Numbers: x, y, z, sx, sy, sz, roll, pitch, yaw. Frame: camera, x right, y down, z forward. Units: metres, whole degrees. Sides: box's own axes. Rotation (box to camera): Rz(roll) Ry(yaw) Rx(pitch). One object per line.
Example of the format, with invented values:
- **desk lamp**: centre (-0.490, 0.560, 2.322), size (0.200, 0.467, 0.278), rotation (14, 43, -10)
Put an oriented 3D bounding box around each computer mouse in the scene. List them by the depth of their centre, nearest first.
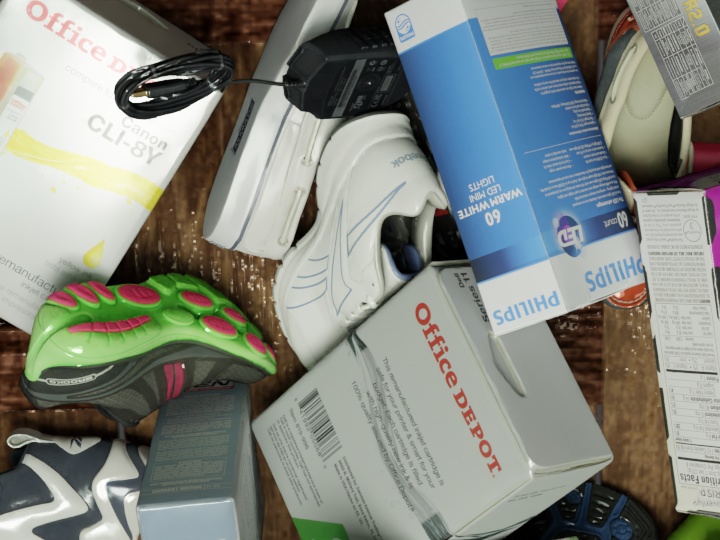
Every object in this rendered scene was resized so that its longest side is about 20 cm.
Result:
- **computer mouse**: centre (-0.051, -0.116, 1.036), size (0.199, 0.034, 0.059), rotation (-7, 146, -31)

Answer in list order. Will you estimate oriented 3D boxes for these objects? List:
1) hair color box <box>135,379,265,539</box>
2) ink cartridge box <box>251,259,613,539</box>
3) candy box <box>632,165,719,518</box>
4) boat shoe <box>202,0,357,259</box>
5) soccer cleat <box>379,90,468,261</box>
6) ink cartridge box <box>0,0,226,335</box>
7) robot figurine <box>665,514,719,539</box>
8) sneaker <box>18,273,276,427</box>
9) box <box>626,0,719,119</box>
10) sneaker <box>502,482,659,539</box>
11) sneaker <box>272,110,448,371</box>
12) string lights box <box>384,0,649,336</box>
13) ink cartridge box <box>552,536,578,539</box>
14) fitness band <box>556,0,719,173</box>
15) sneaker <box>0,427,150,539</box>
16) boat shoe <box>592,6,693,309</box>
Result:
- **hair color box**: centre (-0.097, 0.147, 1.124), size (0.060, 0.200, 0.100), rotation (-5, 108, 1)
- **ink cartridge box**: centre (0.040, 0.105, 1.103), size (0.200, 0.083, 0.147), rotation (-42, 65, 39)
- **candy box**: centre (0.244, 0.036, 1.085), size (0.136, 0.061, 0.201), rotation (-16, 101, -37)
- **boat shoe**: centre (-0.035, -0.098, 1.116), size (0.065, 0.072, 0.201), rotation (18, 104, -18)
- **soccer cleat**: centre (0.069, -0.066, 1.138), size (0.073, 0.068, 0.201), rotation (-29, 99, -28)
- **ink cartridge box**: centre (-0.193, -0.076, 1.111), size (0.145, 0.083, 0.201), rotation (31, 105, -11)
- **robot figurine**: centre (0.262, 0.202, 1.182), size (0.200, 0.176, 0.116), rotation (-43, 66, -5)
- **sneaker**: centre (-0.135, 0.053, 1.123), size (0.199, 0.077, 0.084), rotation (5, 128, -47)
- **box**: centre (0.198, -0.202, 1.019), size (0.048, 0.158, 0.201), rotation (-24, 90, 44)
- **sneaker**: centre (0.107, 0.200, 1.224), size (0.199, 0.076, 0.077), rotation (-10, 148, -8)
- **sneaker**: centre (0.000, 0.000, 1.114), size (0.074, 0.087, 0.201), rotation (-11, 136, -28)
- **string lights box**: centre (0.096, -0.073, 1.057), size (0.059, 0.102, 0.201), rotation (-20, 87, 40)
- **ink cartridge box**: centre (0.033, 0.225, 1.096), size (0.199, 0.048, 0.146), rotation (-2, 145, -38)
- **fitness band**: centre (0.199, -0.134, 1.129), size (0.199, 0.037, 0.145), rotation (11, 110, -4)
- **sneaker**: centre (-0.224, 0.196, 1.201), size (0.129, 0.080, 0.200), rotation (19, 106, -6)
- **boat shoe**: centre (0.173, -0.064, 1.103), size (0.071, 0.063, 0.201), rotation (3, 112, -4)
